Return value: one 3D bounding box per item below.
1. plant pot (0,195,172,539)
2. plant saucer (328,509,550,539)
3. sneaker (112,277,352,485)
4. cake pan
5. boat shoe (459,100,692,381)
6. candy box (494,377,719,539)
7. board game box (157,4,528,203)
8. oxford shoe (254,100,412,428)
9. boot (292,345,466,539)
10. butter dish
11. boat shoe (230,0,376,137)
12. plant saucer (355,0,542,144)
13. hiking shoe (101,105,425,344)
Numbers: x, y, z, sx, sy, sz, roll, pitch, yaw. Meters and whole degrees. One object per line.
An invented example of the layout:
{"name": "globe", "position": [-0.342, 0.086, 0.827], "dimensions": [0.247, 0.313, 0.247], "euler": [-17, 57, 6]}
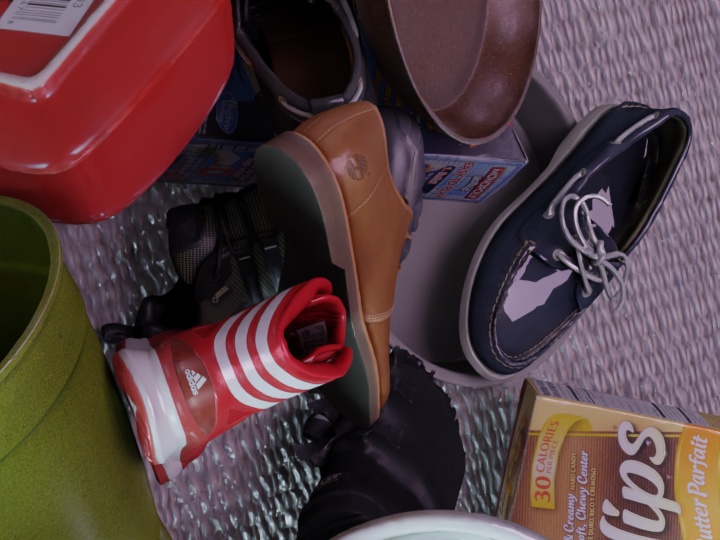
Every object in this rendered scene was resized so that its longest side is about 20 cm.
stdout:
{"name": "plant pot", "position": [-0.188, 0.102, 1.435], "dimensions": [0.200, 0.200, 0.193], "euler": [-51, 129, -29]}
{"name": "plant saucer", "position": [0.040, 0.202, 1.537], "dimensions": [0.200, 0.200, 0.050], "euler": [55, 14, -21]}
{"name": "sneaker", "position": [-0.058, 0.054, 1.479], "dimensions": [0.115, 0.200, 0.079], "euler": [-18, 94, -3]}
{"name": "cake pan", "position": [0.055, -0.032, 1.721], "dimensions": [0.200, 0.037, 0.201], "euler": [4, 84, -38]}
{"name": "boat shoe", "position": [0.128, -0.019, 1.714], "dimensions": [0.200, 0.062, 0.075], "euler": [-50, 118, -29]}
{"name": "candy box", "position": [0.181, 0.140, 1.721], "dimensions": [0.199, 0.055, 0.116], "euler": [11, 98, -7]}
{"name": "board game box", "position": [-0.004, -0.120, 1.632], "dimensions": [0.199, 0.062, 0.201], "euler": [17, 63, -19]}
{"name": "oxford shoe", "position": [0.000, 0.000, 1.496], "dimensions": [0.071, 0.071, 0.200], "euler": [-36, 143, -27]}
{"name": "boot", "position": [0.031, 0.150, 1.633], "dimensions": [0.199, 0.073, 0.163], "euler": [58, 23, -23]}
{"name": "butter dish", "position": [-0.150, -0.093, 1.494], "dimensions": [0.200, 0.199, 0.148], "euler": [-53, 141, -31]}
{"name": "boat shoe", "position": [-0.039, -0.144, 1.529], "dimensions": [0.068, 0.072, 0.200], "euler": [68, 1, -60]}
{"name": "plant saucer", "position": [0.042, -0.166, 1.562], "dimensions": [0.200, 0.034, 0.201], "euler": [5, 84, -64]}
{"name": "hiking shoe", "position": [-0.048, -0.012, 1.553], "dimensions": [0.100, 0.076, 0.200], "euler": [23, 117, -34]}
